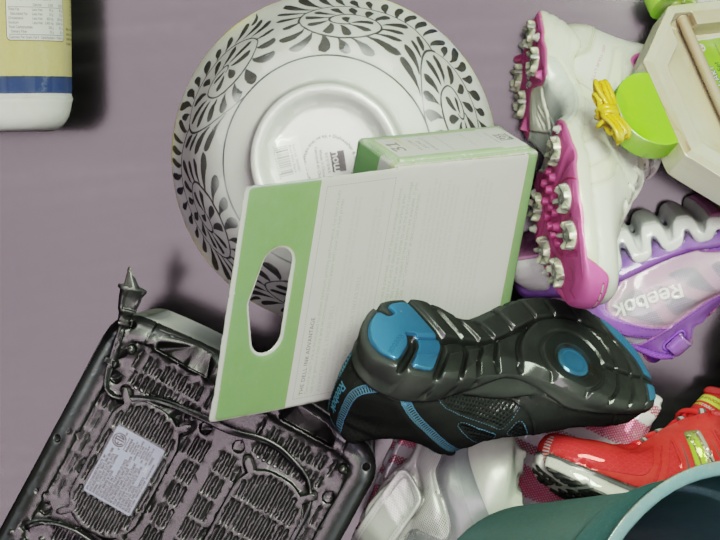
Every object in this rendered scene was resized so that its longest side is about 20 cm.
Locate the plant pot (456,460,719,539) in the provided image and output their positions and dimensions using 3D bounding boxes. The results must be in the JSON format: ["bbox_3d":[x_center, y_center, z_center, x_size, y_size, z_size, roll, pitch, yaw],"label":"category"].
[{"bbox_3d":[0.142,0.203,1.286,0.199,0.196,0.202,3,85,-31],"label":"plant pot"}]

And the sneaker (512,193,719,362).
[{"bbox_3d":[0.187,0.007,1.406,0.199,0.081,0.089,-13,102,5],"label":"sneaker"}]

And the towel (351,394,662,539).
[{"bbox_3d":[0.082,0.140,1.437,0.146,0.030,0.201,22,94,0],"label":"towel"}]

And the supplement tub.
[{"bbox_3d":[-0.240,-0.180,1.373,0.143,0.144,0.201,-1,93,2],"label":"supplement tub"}]

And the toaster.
[{"bbox_3d":[-0.098,0.125,1.398,0.180,0.119,0.201,28,94,0],"label":"toaster"}]

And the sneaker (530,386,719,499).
[{"bbox_3d":[0.192,0.109,1.404,0.199,0.077,0.086,10,83,-20],"label":"sneaker"}]

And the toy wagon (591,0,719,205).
[{"bbox_3d":[0.213,-0.097,1.362,0.199,0.040,0.156,-10,66,-26],"label":"toy wagon"}]

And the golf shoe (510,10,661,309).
[{"bbox_3d":[0.141,-0.066,1.365,0.091,0.075,0.201,5,55,-13],"label":"golf shoe"}]

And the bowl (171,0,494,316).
[{"bbox_3d":[-0.018,-0.066,1.397,0.199,0.094,0.202,0,92,2],"label":"bowl"}]

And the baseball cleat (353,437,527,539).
[{"bbox_3d":[0.046,0.192,1.401,0.106,0.070,0.201,4,84,5],"label":"baseball cleat"}]

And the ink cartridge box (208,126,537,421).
[{"bbox_3d":[0.000,0.000,1.329,0.199,0.048,0.146,-7,119,-33],"label":"ink cartridge box"}]

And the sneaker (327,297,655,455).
[{"bbox_3d":[0.074,0.063,1.342,0.199,0.073,0.082,8,135,-28],"label":"sneaker"}]
